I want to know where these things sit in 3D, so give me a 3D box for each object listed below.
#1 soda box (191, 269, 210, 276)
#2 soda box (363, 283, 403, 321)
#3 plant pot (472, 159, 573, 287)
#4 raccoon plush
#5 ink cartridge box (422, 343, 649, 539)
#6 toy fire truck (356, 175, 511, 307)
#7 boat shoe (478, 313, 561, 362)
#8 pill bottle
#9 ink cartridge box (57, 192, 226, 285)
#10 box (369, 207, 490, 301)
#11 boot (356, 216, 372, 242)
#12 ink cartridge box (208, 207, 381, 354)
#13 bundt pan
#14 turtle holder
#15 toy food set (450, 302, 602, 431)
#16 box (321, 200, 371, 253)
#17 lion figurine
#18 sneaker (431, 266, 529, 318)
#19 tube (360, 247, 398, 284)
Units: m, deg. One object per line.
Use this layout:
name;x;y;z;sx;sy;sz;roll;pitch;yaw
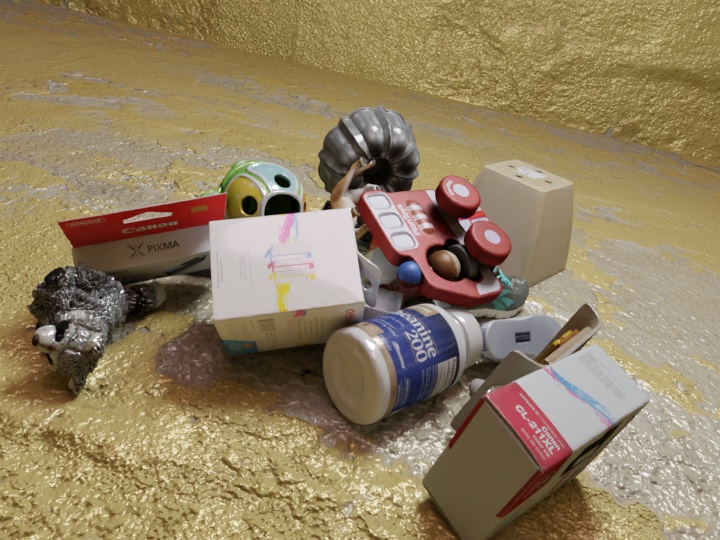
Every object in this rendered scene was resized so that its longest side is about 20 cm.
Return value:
soda box;-0.208;-0.030;0.927;0.195;0.065;0.071;9;26;-8
soda box;-0.043;0.050;0.837;0.196;0.069;0.064;15;27;5
plant pot;0.304;-0.106;1.160;0.198;0.180;0.198;31;33;34
raccoon plush;-0.290;0.059;0.701;0.133;0.098;0.198;39;36;29
ink cartridge box;0.179;0.172;0.599;0.197;0.147;0.083;-12;49;-38
toy fire truck;0.099;-0.033;0.816;0.165;0.113;0.202;-10;58;-31
boat shoe;0.222;0.098;0.857;0.197;0.075;0.065;12;-14;-38
pill bottle;0.060;0.104;0.729;0.197;0.113;0.110;-13;36;-40
ink cartridge box;-0.268;-0.031;0.768;0.196;0.176;0.046;-13;79;-18
box;0.120;-0.031;0.967;0.196;0.096;0.101;-15;56;-23
boot;0.085;-0.108;1.064;0.196;0.075;0.076;-13;34;-19
ink cartridge box;-0.077;0.015;0.732;0.195;0.129;0.128;-6;66;-8
bundt pan;0.025;-0.189;1.087;0.198;0.205;0.076;-2;38;-25
turtle holder;-0.173;-0.120;0.996;0.184;0.143;0.131;34;-4;-37
toy food set;0.201;0.116;0.720;0.198;0.145;0.060;-20;58;-46
box;0.012;-0.064;1.103;0.195;0.047;0.160;13;27;1
lion figurine;-0.029;-0.095;0.993;0.072;0.121;0.202;39;44;-24
sneaker;0.211;0.026;0.958;0.197;0.092;0.078;-9;46;-35
tube;0.000;0.000;0.907;0.058;0.052;0.199;44;-16;-13
